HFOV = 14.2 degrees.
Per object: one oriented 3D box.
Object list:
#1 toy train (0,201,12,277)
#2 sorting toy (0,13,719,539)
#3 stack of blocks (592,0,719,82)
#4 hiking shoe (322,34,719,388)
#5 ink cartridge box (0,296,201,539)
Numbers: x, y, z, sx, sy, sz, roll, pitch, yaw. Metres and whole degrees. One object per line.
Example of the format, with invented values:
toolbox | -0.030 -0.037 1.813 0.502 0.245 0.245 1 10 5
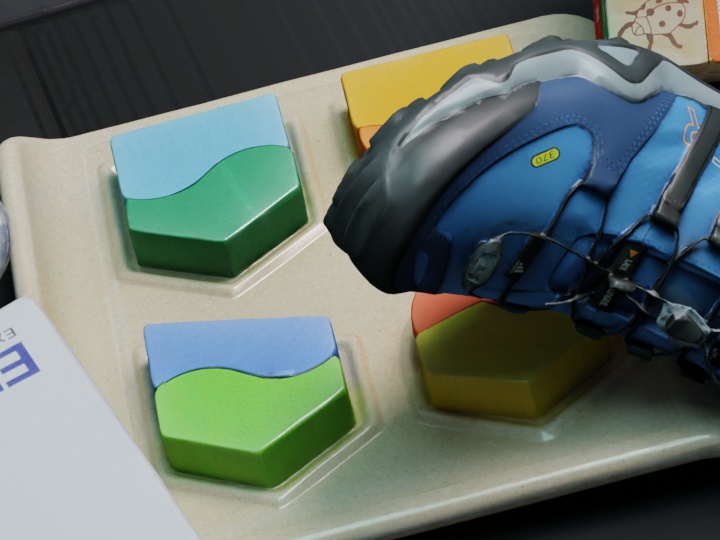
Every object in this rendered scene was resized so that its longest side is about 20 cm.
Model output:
toy train | -0.199 -0.012 0.826 0.199 0.087 0.114 -1 9 -6
sorting toy | 0.000 0.000 0.837 0.199 0.037 0.186 -11 45 -4
stack of blocks | 0.165 -0.121 0.846 0.199 0.059 0.116 -5 88 2
hiking shoe | 0.085 -0.009 0.765 0.199 0.075 0.087 -2 45 -35
ink cartridge box | -0.119 0.122 0.712 0.196 0.043 0.200 -31 48 -12
